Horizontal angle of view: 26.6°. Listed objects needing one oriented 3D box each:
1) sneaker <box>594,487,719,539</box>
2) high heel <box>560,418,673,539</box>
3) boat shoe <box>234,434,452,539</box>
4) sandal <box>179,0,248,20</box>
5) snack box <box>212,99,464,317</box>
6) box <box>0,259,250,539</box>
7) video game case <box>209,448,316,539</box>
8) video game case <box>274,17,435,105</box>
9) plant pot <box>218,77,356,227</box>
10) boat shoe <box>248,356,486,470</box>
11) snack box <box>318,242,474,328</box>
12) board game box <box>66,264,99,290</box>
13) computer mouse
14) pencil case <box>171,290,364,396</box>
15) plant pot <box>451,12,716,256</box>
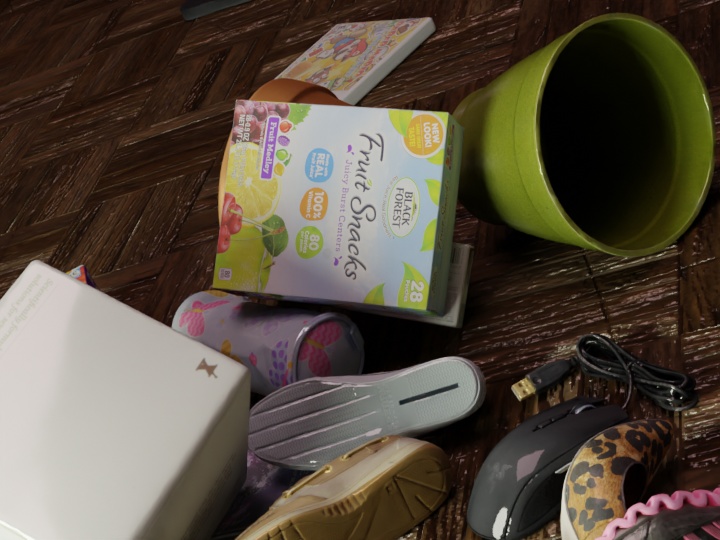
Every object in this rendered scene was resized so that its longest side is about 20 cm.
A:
[{"bbox_3d":[0.215,0.177,0.880,0.197,0.080,0.096,-14,53,-15],"label":"sneaker"},{"bbox_3d":[0.185,0.176,0.977,0.142,0.072,0.199,24,47,37],"label":"high heel"},{"bbox_3d":[-0.027,0.185,1.128,0.198,0.075,0.069,-26,23,-20],"label":"boat shoe"},{"bbox_3d":[-0.203,-0.451,2.420,0.198,0.043,0.076,-18,28,17],"label":"sandal"},{"bbox_3d":[-0.018,-0.055,1.319,0.197,0.171,0.068,5,-5,17],"label":"snack box"},{"bbox_3d":[-0.210,0.146,1.135,0.198,0.172,0.200,26,57,11],"label":"box"},{"bbox_3d":[-0.114,0.180,1.266,0.198,0.019,0.144,-14,30,22],"label":"video game case"},{"bbox_3d":[-0.026,-0.262,1.953,0.181,0.023,0.200,5,41,46],"label":"video game case"},{"bbox_3d":[-0.028,-0.077,1.468,0.138,0.202,0.201,11,42,27],"label":"plant pot"},{"bbox_3d":[0.008,0.119,1.217,0.197,0.075,0.067,-10,-15,12],"label":"boat shoe"},{"bbox_3d":[0.000,0.000,1.355,0.197,0.073,0.024,9,-2,19],"label":"snack box"},{"bbox_3d":[-0.279,0.096,1.465,0.102,0.106,0.200,-27,27,-2],"label":"board game box"},{"bbox_3d":[0.138,0.110,1.130,0.199,0.046,0.140,-35,29,-15],"label":"computer mouse"},{"bbox_3d":[-0.084,0.068,1.365,0.090,0.084,0.199,-27,22,-34],"label":"pencil case"},{"bbox_3d":[0.177,-0.111,1.352,0.200,0.202,0.192,-40,18,-25],"label":"plant pot"}]
